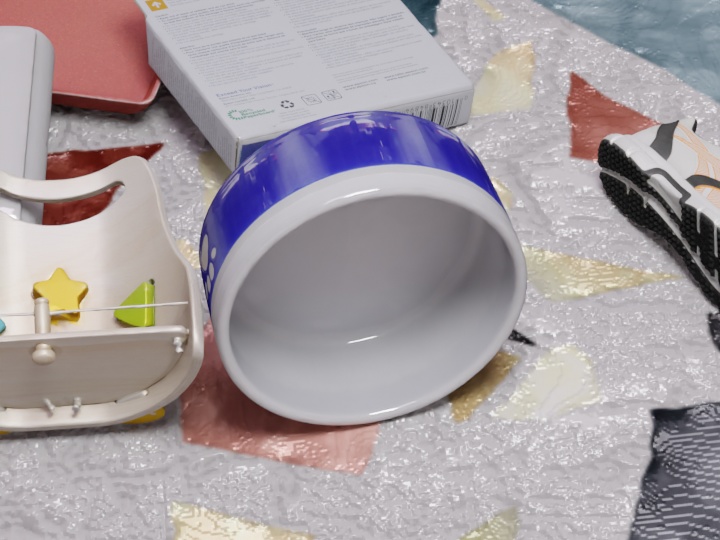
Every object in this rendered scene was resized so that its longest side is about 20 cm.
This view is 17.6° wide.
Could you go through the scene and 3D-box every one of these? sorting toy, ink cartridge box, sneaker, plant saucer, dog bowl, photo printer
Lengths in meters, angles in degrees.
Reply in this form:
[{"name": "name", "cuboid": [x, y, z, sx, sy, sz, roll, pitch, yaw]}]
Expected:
[{"name": "sorting toy", "cuboid": [-0.197, 0.004, 1.510, 0.198, 0.107, 0.181, -3, 60, 0]}, {"name": "ink cartridge box", "cuboid": [-0.049, -0.159, 1.701, 0.195, 0.044, 0.200, -14, 45, -26]}, {"name": "sneaker", "cuboid": [0.245, -0.040, 1.571, 0.080, 0.074, 0.200, -23, 50, -19]}, {"name": "plant saucer", "cuboid": [-0.223, -0.193, 1.770, 0.198, 0.037, 0.201, 8, 47, 11]}, {"name": "dog bowl", "cuboid": [0.000, 0.000, 1.461, 0.198, 0.201, 0.079, -12, 45, -7]}, {"name": "photo printer", "cuboid": [-0.300, -0.073, 1.621, 0.165, 0.070, 0.201, -2, 59, 4]}]
